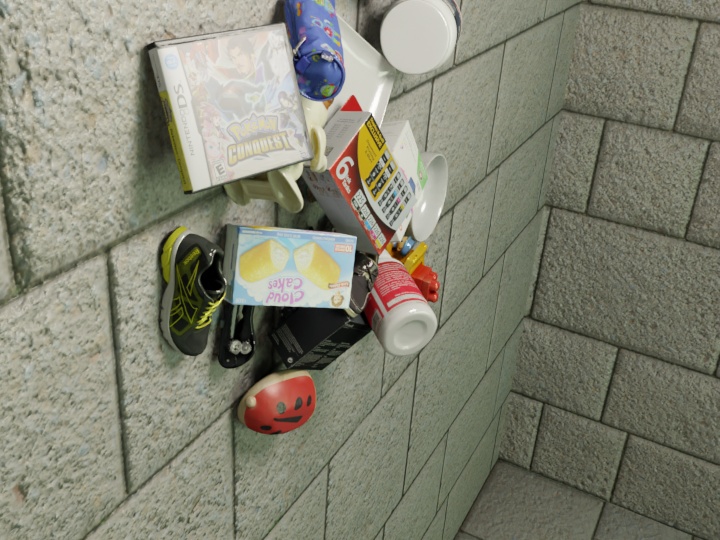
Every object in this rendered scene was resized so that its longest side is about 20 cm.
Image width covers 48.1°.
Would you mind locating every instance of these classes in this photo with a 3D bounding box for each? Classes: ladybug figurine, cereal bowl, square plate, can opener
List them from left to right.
[{"bbox_3d":[-0.191,0.058,1.282,0.062,0.078,0.205,4,102,-27],"label":"can opener"},{"bbox_3d":[-0.141,0.241,1.441,0.137,0.072,0.199,-53,155,14],"label":"ladybug figurine"},{"bbox_3d":[-0.027,-0.300,1.369,0.199,0.028,0.202,29,73,-47],"label":"square plate"},{"bbox_3d":[0.123,-0.171,1.810,0.200,0.082,0.203,-49,148,-46],"label":"cereal bowl"}]

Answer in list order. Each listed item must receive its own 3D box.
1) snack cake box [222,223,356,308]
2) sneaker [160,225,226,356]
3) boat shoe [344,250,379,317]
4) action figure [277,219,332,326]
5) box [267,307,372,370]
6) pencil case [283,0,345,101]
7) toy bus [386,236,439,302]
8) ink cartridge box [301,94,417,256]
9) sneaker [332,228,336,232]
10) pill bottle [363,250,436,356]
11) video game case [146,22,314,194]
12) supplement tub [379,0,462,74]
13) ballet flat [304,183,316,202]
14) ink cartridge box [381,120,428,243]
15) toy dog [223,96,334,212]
[{"bbox_3d":[-0.110,-0.005,1.246,0.196,0.067,0.118,3,96,-28],"label":"snack cake box"},{"bbox_3d":[-0.229,0.042,1.126,0.074,0.083,0.204,-43,143,-48],"label":"sneaker"},{"bbox_3d":[0.000,0.000,1.417,0.072,0.064,0.201,53,25,-25],"label":"boat shoe"},{"bbox_3d":[-0.114,0.009,1.412,0.193,0.105,0.201,-38,169,-46],"label":"action figure"},{"bbox_3d":[-0.065,0.109,1.463,0.140,0.080,0.200,-35,166,8],"label":"box"},{"bbox_3d":[-0.068,-0.331,1.149,0.086,0.078,0.203,32,36,-37],"label":"pencil case"},{"bbox_3d":[0.083,-0.012,1.688,0.136,0.189,0.204,-43,141,-48],"label":"toy bus"},{"bbox_3d":[0.009,-0.162,1.350,0.177,0.083,0.201,-55,135,-23],"label":"ink cartridge box"},{"bbox_3d":[-0.016,-0.036,1.567,0.201,0.083,0.078,73,31,-57],"label":"sneaker"},{"bbox_3d":[0.053,0.051,1.487,0.110,0.201,0.114,-14,134,-15],"label":"pill bottle"},{"bbox_3d":[-0.159,-0.211,1.031,0.198,0.025,0.185,-22,105,-38],"label":"video game case"},{"bbox_3d":[0.111,-0.439,1.473,0.201,0.137,0.143,-63,161,-64],"label":"supplement tub"},{"bbox_3d":[-0.035,-0.209,1.435,0.071,0.064,0.203,50,60,-68],"label":"ballet flat"},{"bbox_3d":[0.050,-0.171,1.561,0.202,0.086,0.147,-62,140,-41],"label":"ink cartridge box"},{"bbox_3d":[-0.120,-0.213,1.182,0.201,0.137,0.196,-57,134,-36],"label":"toy dog"}]
